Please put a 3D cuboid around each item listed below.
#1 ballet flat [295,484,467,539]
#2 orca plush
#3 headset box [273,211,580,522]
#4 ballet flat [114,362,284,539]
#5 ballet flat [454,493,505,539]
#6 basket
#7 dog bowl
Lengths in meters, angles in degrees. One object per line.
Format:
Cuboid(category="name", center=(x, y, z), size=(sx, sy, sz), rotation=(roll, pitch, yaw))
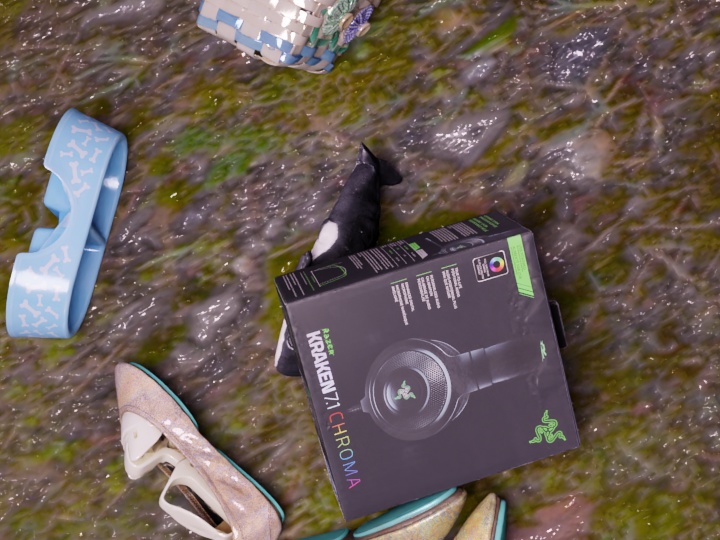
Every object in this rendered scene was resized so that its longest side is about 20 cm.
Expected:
Cuboid(category="ballet flat", center=(0.004, 0.223, 0.918), size=(0.199, 0.071, 0.071), rotation=(-25, 75, 22))
Cuboid(category="orca plush", center=(0.000, 0.000, 0.965), size=(0.071, 0.105, 0.201), rotation=(18, 58, 14))
Cuboid(category="headset box", center=(0.055, 0.067, 0.891), size=(0.199, 0.093, 0.175), rotation=(-16, 104, -6))
Cuboid(category="ballet flat", center=(-0.148, 0.156, 0.966), size=(0.200, 0.068, 0.067), rotation=(41, 54, 16))
Cuboid(category="ballet flat", center=(0.076, 0.270, 0.902), size=(0.070, 0.071, 0.202), rotation=(1, 81, 10))
Cuboid(category="basket", center=(-0.042, -0.270, 0.990), size=(0.138, 0.176, 0.201), rotation=(21, 102, 15))
Cuboid(category="dog bowl", center=(-0.245, -0.035, 1.011), size=(0.049, 0.111, 0.201), rotation=(15, 81, -1))
